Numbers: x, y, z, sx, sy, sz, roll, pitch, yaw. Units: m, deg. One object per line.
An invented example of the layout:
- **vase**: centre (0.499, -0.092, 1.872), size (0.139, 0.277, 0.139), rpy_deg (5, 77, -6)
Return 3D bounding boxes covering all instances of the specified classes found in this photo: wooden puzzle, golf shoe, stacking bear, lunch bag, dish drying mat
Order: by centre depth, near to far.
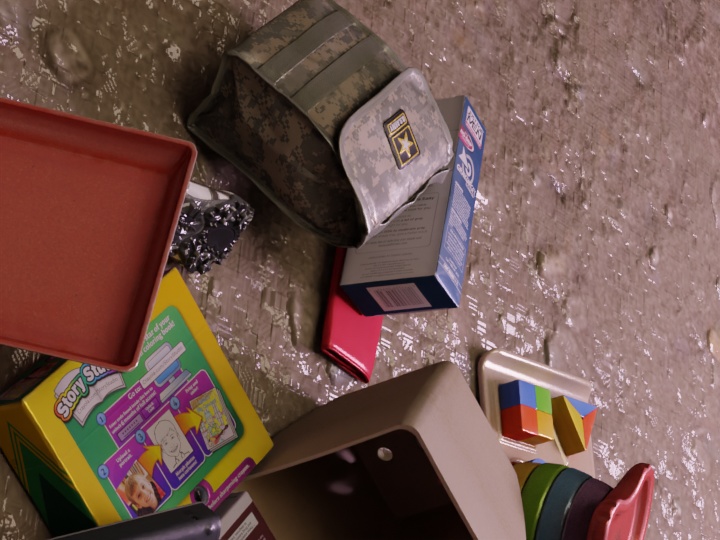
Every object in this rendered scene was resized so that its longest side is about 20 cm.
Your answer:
- **golf shoe**: centre (-0.155, -0.054, 1.496), size (0.094, 0.078, 0.200), rpy_deg (41, 7, 18)
- **lunch bag**: centre (-0.022, -0.127, 1.601), size (0.200, 0.118, 0.164), rpy_deg (41, 42, 5)
- **stacking bear**: centre (0.153, 0.220, 1.685), size (0.121, 0.199, 0.115), rpy_deg (-34, 132, -54)
- **dish drying mat**: centre (0.000, 0.000, 1.714), size (0.077, 0.018, 0.202), rpy_deg (37, 50, -40)
- **wooden puzzle**: centre (0.192, 0.191, 1.856), size (0.185, 0.046, 0.202), rpy_deg (21, 62, -45)

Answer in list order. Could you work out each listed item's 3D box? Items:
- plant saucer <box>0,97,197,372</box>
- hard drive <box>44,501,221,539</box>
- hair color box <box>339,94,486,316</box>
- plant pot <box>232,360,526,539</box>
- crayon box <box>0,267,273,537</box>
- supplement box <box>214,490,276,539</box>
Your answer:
- **plant saucer**: centre (-0.237, -0.026, 1.346), size (0.198, 0.037, 0.201), rpy_deg (13, 60, -1)
- **hard drive**: centre (-0.194, 0.251, 1.311), size (0.199, 0.033, 0.141), rpy_deg (-8, 118, -45)
- **hair color box**: centre (0.051, -0.060, 1.696), size (0.061, 0.099, 0.201), rpy_deg (51, 41, -48)
- **plant pot**: centre (0.032, 0.191, 1.560), size (0.201, 0.199, 0.177), rpy_deg (60, 30, -16)
- **crayon box**: centre (-0.176, 0.123, 1.427), size (0.200, 0.058, 0.173), rpy_deg (-44, 111, -47)
- **supplement box**: centre (-0.089, 0.291, 1.472), size (0.109, 0.061, 0.201), rpy_deg (-45, 112, -47)
